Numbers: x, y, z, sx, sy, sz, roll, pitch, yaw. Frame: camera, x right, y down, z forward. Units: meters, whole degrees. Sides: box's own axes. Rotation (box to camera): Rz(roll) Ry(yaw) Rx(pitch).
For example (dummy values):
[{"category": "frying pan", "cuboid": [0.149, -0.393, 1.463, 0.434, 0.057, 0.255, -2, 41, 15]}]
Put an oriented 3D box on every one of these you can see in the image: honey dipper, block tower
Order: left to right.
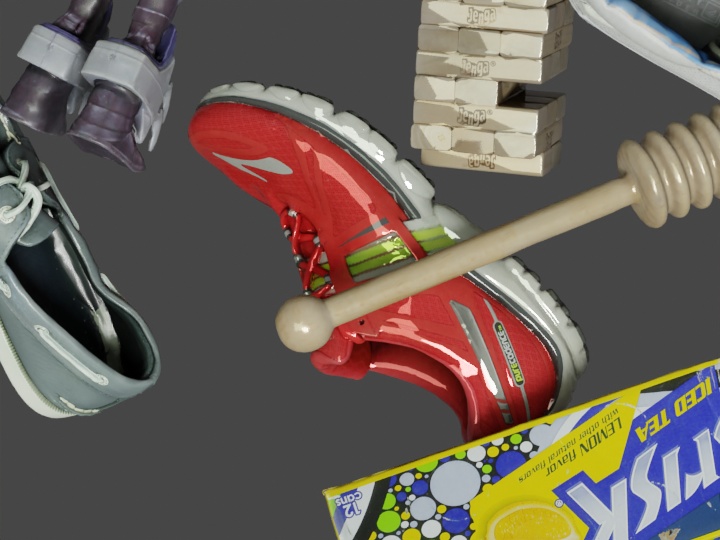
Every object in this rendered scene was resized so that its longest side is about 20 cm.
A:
[{"category": "block tower", "cuboid": [0.058, -0.139, 0.787, 0.058, 0.054, 0.200, 6, 104, 17]}, {"category": "honey dipper", "cuboid": [0.059, -0.015, 0.773, 0.200, 0.038, 0.038, -21, 95, -9]}]

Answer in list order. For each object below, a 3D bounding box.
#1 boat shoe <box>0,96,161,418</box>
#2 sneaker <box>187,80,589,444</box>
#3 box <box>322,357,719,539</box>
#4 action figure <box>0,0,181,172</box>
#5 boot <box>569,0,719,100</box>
[{"category": "boat shoe", "cuboid": [-0.148, -0.025, 0.856, 0.062, 0.073, 0.200, -7, 117, 39]}, {"category": "sneaker", "cuboid": [0.000, 0.000, 0.809, 0.200, 0.077, 0.085, 39, 73, 8]}, {"category": "box", "cuboid": [0.092, 0.093, 0.775, 0.200, 0.064, 0.070, -19, 68, 0]}, {"category": "action figure", "cuboid": [-0.086, -0.146, 0.827, 0.130, 0.069, 0.200, 25, 93, 21]}, {"category": "boot", "cuboid": [0.166, -0.077, 0.728, 0.200, 0.096, 0.074, 22, 103, 1]}]
